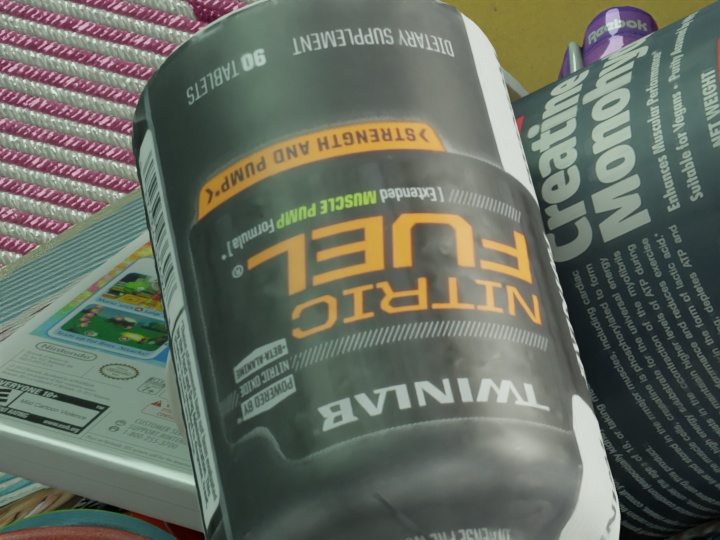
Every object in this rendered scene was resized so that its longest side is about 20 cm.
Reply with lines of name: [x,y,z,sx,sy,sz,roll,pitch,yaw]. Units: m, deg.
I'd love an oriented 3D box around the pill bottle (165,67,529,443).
pill bottle: [0.000,0.000,1.035,0.111,0.111,0.200,-26,16,27]

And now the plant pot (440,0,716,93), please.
plant pot: [0.100,-0.114,1.326,0.200,0.177,0.200,-32,-2,-5]

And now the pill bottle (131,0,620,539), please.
pill bottle: [0.006,0.033,0.740,0.106,0.200,0.106,-10,-32,-6]

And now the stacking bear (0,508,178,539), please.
stacking bear: [-0.092,0.129,0.895,0.114,0.122,0.200,-33,1,-7]

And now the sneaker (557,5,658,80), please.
sneaker: [0.088,-0.044,1.033,0.072,0.115,0.200,-5,-6,8]

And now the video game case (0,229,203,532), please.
video game case: [-0.037,0.045,1.095,0.200,0.024,0.182,14,30,23]

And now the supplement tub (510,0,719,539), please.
supplement tub: [0.096,0.002,0.848,0.200,0.141,0.140,-26,10,29]

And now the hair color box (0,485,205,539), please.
hair color box: [-0.114,0.122,1.143,0.200,0.061,0.102,-25,10,35]
